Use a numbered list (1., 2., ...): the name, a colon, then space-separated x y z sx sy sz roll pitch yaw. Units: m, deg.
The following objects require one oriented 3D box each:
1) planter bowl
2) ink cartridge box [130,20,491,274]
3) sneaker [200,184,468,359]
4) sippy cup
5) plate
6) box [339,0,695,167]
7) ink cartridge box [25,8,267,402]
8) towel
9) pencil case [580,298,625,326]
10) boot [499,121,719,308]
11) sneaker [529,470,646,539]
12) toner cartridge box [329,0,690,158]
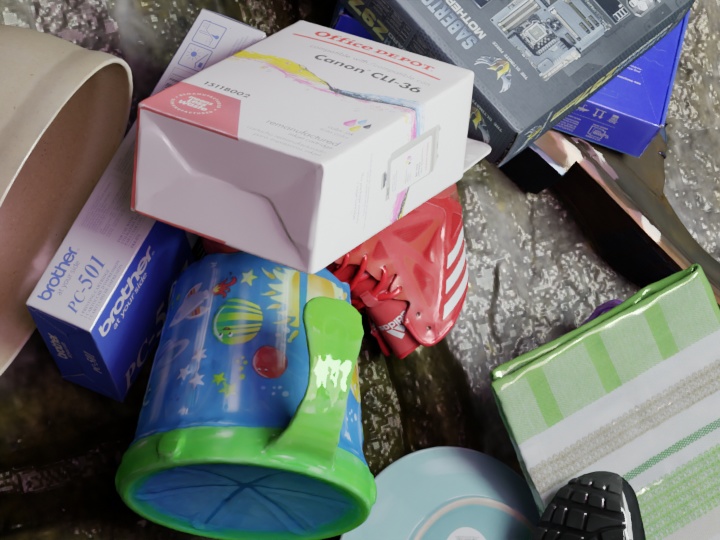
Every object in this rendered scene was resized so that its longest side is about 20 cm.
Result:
1. planter bowl: -0.224 -0.048 1.561 0.135 0.200 0.200 27 69 8
2. ink cartridge box: -0.019 -0.075 1.605 0.200 0.116 0.068 -34 136 -53
3. sneaker: 0.000 0.000 1.692 0.200 0.078 0.116 -20 95 -44
4. sippy cup: -0.057 0.064 1.607 0.140 0.178 0.130 38 51 -53
5. plate: 0.064 0.198 1.712 0.200 0.026 0.200 10 75 -40
6. box: 0.071 -0.179 1.716 0.158 0.051 0.200 -39 81 -28
7. ink cartridge box: -0.109 -0.036 1.652 0.044 0.094 0.200 23 68 17
8. towel: 0.166 0.111 1.742 0.149 0.031 0.200 -28 114 -13
9. pencil case: 0.219 0.076 1.802 0.200 0.084 0.086 12 52 -24
10. boot: 0.171 -0.059 1.807 0.200 0.075 0.097 40 70 -13
11. sneaker: 0.148 0.208 1.722 0.088 0.076 0.200 -11 105 -47
12. toner cartridge box: 0.087 -0.145 1.758 0.200 0.043 0.095 19 61 -6
